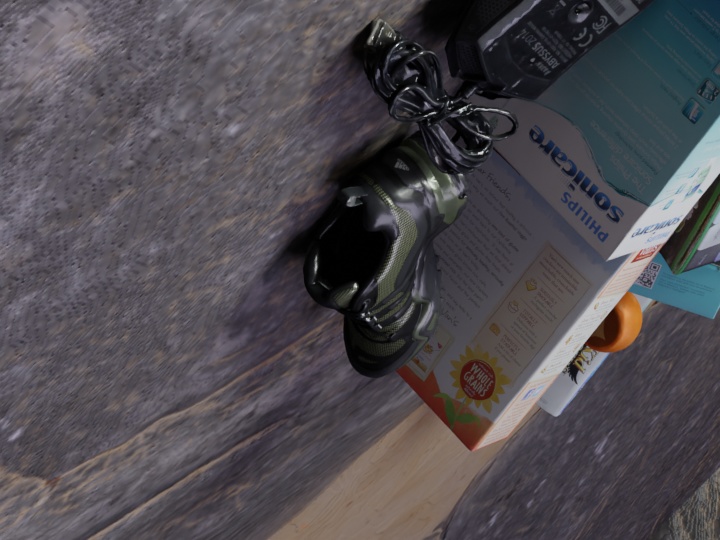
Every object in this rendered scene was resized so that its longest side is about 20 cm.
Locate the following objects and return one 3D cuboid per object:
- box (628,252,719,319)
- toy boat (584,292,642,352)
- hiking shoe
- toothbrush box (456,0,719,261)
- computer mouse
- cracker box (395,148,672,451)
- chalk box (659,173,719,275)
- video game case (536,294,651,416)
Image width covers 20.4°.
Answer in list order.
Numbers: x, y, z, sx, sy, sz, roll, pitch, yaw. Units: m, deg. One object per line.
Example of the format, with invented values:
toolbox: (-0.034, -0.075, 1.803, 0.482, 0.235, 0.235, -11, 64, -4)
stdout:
box: (0.233, -0.060, 1.429, 0.201, 0.082, 0.049, -71, 179, -45)
toy boat: (0.154, 0.008, 1.482, 0.199, 0.131, 0.131, -35, 160, -25)
hiking shoe: (0.000, 0.000, 1.258, 0.100, 0.076, 0.201, -23, 144, -29)
toothbrush box: (0.173, -0.130, 1.203, 0.085, 0.146, 0.201, -14, 144, -54)
computer mouse: (0.095, -0.152, 1.123, 0.200, 0.053, 0.138, -38, 144, 7)
cracker box: (0.098, 0.004, 1.349, 0.058, 0.134, 0.200, -13, 145, -56)
chalk box: (0.247, -0.088, 1.329, 0.123, 0.201, 0.125, -17, 151, -27)
video game case: (0.223, 0.007, 1.670, 0.182, 0.045, 0.200, -57, 175, 34)
